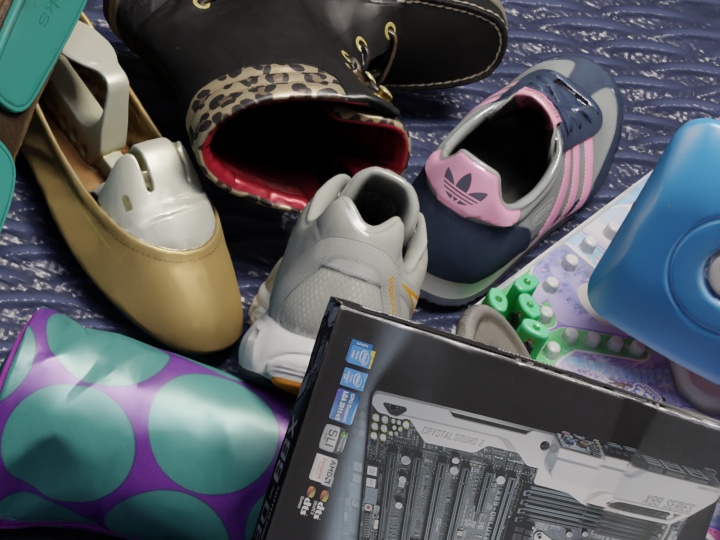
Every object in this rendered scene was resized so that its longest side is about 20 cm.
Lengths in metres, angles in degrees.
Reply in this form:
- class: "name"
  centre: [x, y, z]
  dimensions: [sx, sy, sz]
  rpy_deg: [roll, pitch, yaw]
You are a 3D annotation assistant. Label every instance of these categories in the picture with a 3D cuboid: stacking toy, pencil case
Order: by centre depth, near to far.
- class: "pencil case"
  centre: [-0.055, 0.087, 1.100]
  dimensions: [0.200, 0.093, 0.085]
  rpy_deg: [21, -1, -6]
- class: "stacking toy"
  centre: [0.187, -0.038, 1.317]
  dimensions: [0.110, 0.116, 0.200]
  rpy_deg: [28, 29, 0]

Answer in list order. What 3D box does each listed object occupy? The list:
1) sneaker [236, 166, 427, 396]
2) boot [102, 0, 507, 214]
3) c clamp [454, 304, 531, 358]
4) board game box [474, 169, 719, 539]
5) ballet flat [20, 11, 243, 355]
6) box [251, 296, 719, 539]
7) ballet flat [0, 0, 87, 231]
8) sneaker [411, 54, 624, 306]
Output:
- class: "sneaker"
  centre: [0.000, 0.000, 1.161]
  dimensions: [0.076, 0.092, 0.200]
  rpy_deg: [21, 7, -4]
- class: "boot"
  centre: [-0.008, -0.088, 1.277]
  dimensions: [0.200, 0.073, 0.151]
  rpy_deg: [7, 30, -23]
- class: "c clamp"
  centre: [0.081, 0.116, 1.115]
  dimensions: [0.200, 0.027, 0.171]
  rpy_deg: [62, 24, -17]
- class: "board game box"
  centre: [0.176, 0.041, 1.312]
  dimensions: [0.200, 0.026, 0.200]
  rpy_deg: [41, 44, 14]
- class: "ballet flat"
  centre: [-0.111, -0.050, 1.223]
  dimensions: [0.069, 0.063, 0.200]
  rpy_deg: [-18, 59, -38]
- class: "box"
  centre: [0.033, 0.128, 1.032]
  dimensions: [0.157, 0.200, 0.050]
  rpy_deg: [18, 2, -7]
- class: "ballet flat"
  centre: [-0.178, -0.067, 1.187]
  dimensions: [0.072, 0.068, 0.200]
  rpy_deg: [5, 67, 33]
- class: "sneaker"
  centre: [0.084, -0.061, 1.321]
  dimensions: [0.070, 0.082, 0.200]
  rpy_deg: [33, 42, 6]
